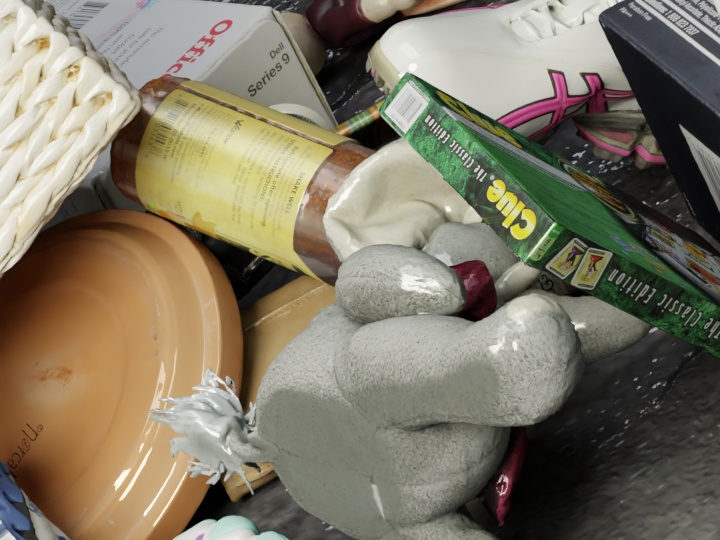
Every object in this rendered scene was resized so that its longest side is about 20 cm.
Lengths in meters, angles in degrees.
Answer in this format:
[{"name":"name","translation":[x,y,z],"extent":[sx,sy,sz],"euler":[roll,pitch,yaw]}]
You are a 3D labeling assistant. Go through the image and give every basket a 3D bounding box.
[{"name":"basket","translation":[-0.212,-0.061,1.241],"extent":[0.200,0.161,0.198],"euler":[-52,10,1]}]

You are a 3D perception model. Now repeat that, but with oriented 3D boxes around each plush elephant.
[{"name":"plush elephant","translation":[0.039,0.038,1.113],"extent":[0.200,0.165,0.155],"euler":[9,38,36]}]

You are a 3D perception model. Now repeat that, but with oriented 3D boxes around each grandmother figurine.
[{"name":"grandmother figurine","translation":[0.016,-0.148,1.528],"extent":[0.200,0.061,0.121],"euler":[-28,2,7]}]

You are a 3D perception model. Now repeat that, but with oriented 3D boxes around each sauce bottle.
[{"name":"sauce bottle","translation":[-0.016,-0.027,1.243],"extent":[0.200,0.066,0.066],"euler":[24,56,30]}]

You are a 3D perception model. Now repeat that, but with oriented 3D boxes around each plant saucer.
[{"name":"plant saucer","translation":[-0.138,0.063,1.275],"extent":[0.200,0.032,0.201],"euler":[-22,54,33]}]

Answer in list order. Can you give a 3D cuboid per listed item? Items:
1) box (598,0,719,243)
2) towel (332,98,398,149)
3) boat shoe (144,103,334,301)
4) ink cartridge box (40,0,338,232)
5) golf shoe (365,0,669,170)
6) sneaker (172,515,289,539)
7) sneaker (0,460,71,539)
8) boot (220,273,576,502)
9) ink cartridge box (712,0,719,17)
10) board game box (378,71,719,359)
[{"name":"box","translation":[0.236,-0.077,1.160],"extent":[0.198,0.123,0.200],"euler":[-31,29,-3]},{"name":"towel","translation":[0.047,-0.090,1.408],"extent":[0.200,0.018,0.086],"euler":[-29,-2,-1]},{"name":"boat shoe","translation":[-0.083,0.005,1.335],"extent":[0.200,0.072,0.068],"euler":[-43,24,13]},{"name":"ink cartridge box","translation":[-0.133,-0.070,1.499],"extent":[0.200,0.088,0.145],"euler":[8,47,49]},{"name":"golf shoe","translation":[0.087,-0.099,1.252],"extent":[0.073,0.200,0.092],"euler":[51,125,33]},{"name":"sneaker","translation":[-0.053,0.174,1.073],"extent":[0.140,0.078,0.200],"euler":[-41,32,-20]},{"name":"sneaker","translation":[-0.128,0.150,1.147],"extent":[0.081,0.115,0.200],"euler":[-35,45,9]},{"name":"boot","translation":[0.000,0.000,1.305],"extent":[0.200,0.066,0.175],"euler":[-30,30,0]},{"name":"ink cartridge box","translation":[0.197,-0.159,1.131],"extent":[0.117,0.067,0.200],"euler":[-13,32,26]},{"name":"board game box","translation":[0.100,-0.009,1.093],"extent":[0.023,0.200,0.105],"euler":[-51,47,13]}]
